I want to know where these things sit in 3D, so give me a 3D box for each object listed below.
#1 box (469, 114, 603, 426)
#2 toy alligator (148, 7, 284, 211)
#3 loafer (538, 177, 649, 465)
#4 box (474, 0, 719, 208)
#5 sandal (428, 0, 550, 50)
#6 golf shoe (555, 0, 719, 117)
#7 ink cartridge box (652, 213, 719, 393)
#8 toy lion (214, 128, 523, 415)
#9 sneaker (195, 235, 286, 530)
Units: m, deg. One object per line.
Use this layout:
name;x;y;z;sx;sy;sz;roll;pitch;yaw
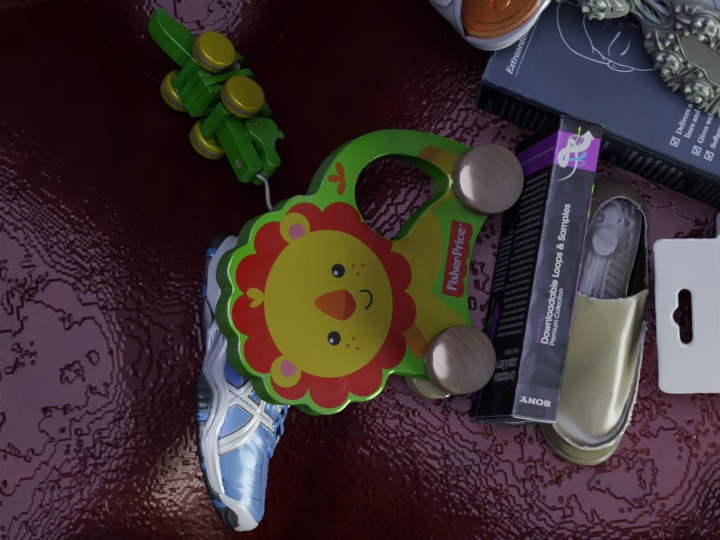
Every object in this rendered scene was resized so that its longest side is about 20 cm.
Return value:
box;0.117;0.005;1.678;0.036;0.143;0.201;12;85;-7
toy alligator;-0.080;-0.102;1.729;0.054;0.059;0.200;-17;68;-44
loafer;0.159;0.032;1.713;0.076;0.067;0.201;4;84;1
box;0.197;-0.150;1.713;0.199;0.107;0.149;23;85;2
sandal;0.056;-0.218;1.687;0.059;0.207;0.079;28;104;-40
golf shoe;0.211;-0.181;1.627;0.200;0.078;0.097;37;49;-14
ink cartridge box;0.300;0.021;1.689;0.199;0.067;0.118;-1;106;10
toy lion;0.000;0.000;1.670;0.191;0.069;0.201;13;81;-19
sneaker;-0.070;0.076;1.697;0.077;0.076;0.201;2;84;4
